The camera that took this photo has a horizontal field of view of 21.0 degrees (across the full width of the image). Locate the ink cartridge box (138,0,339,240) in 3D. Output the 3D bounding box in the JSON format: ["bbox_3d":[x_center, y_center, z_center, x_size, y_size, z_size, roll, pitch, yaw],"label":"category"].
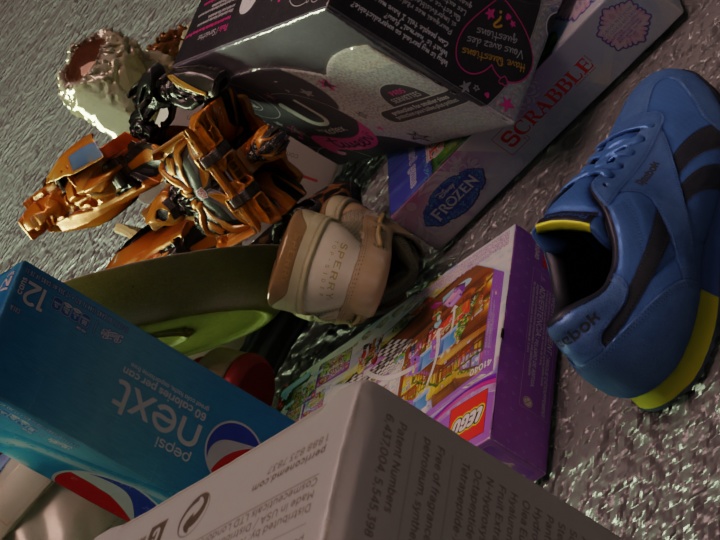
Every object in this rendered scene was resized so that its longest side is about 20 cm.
[{"bbox_3d":[-0.061,-0.113,1.243,0.068,0.116,0.201,-116,46,-71],"label":"ink cartridge box"}]

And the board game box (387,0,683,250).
[{"bbox_3d":[0.091,-0.141,1.130,0.200,0.041,0.200,-45,26,26],"label":"board game box"}]

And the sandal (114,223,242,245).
[{"bbox_3d":[-0.131,0.007,1.339,0.212,0.077,0.070,177,104,-74],"label":"sandal"}]

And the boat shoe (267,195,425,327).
[{"bbox_3d":[0.000,0.000,1.066,0.200,0.065,0.073,-6,-68,-82],"label":"boat shoe"}]

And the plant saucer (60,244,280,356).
[{"bbox_3d":[-0.125,0.030,1.077,0.200,0.199,0.031,-26,76,51],"label":"plant saucer"}]

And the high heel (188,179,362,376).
[{"bbox_3d":[-0.073,0.010,1.238,0.200,0.071,0.143,-4,51,57],"label":"high heel"}]

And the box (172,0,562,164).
[{"bbox_3d":[0.005,-0.143,1.083,0.200,0.132,0.115,-5,59,61],"label":"box"}]

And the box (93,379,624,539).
[{"bbox_3d":[-0.011,0.189,0.747,0.199,0.171,0.201,-33,32,43],"label":"box"}]

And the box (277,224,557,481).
[{"bbox_3d":[0.020,0.080,0.992,0.200,0.039,0.137,-36,30,40],"label":"box"}]

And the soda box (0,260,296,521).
[{"bbox_3d":[-0.106,0.078,0.939,0.064,0.200,0.068,-23,41,52],"label":"soda box"}]

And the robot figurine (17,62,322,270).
[{"bbox_3d":[-0.112,-0.038,1.145,0.200,0.145,0.058,-26,15,46],"label":"robot figurine"}]

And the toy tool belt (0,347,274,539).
[{"bbox_3d":[-0.146,0.103,1.029,0.122,0.125,0.200,14,47,29],"label":"toy tool belt"}]

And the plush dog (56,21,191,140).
[{"bbox_3d":[-0.090,-0.131,1.399,0.199,0.161,0.172,-4,36,28],"label":"plush dog"}]

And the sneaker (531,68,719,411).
[{"bbox_3d":[0.123,-0.032,0.887,0.066,0.078,0.201,-37,29,43],"label":"sneaker"}]
